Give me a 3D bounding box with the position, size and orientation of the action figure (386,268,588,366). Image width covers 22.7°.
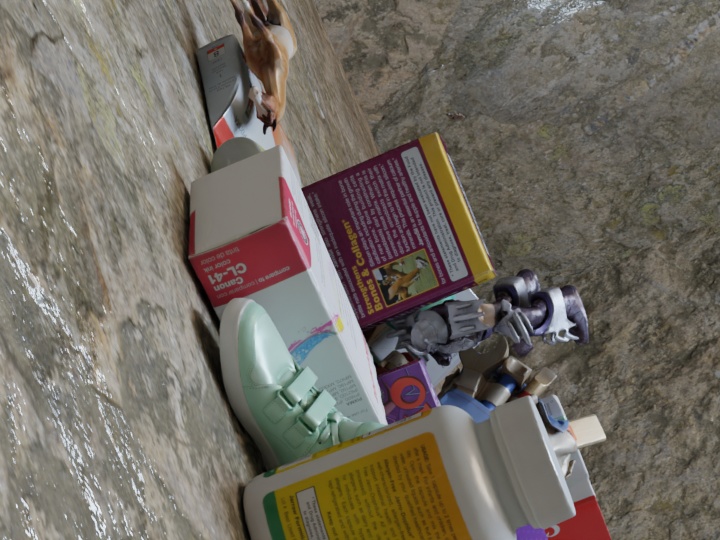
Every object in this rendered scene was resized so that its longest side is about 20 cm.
[{"bbox_3d":[0.109,0.047,1.538,0.199,0.130,0.070,-12,99,-45],"label":"action figure"}]

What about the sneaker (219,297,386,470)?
[{"bbox_3d":[-0.018,0.099,1.262,0.202,0.117,0.074,67,26,-15],"label":"sneaker"}]

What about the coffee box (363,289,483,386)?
[{"bbox_3d":[0.041,0.048,1.783,0.080,0.113,0.200,49,-8,-17],"label":"coffee box"}]

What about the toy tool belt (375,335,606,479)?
[{"bbox_3d":[0.117,0.122,1.627,0.200,0.123,0.125,41,-26,10],"label":"toy tool belt"}]

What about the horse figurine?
[{"bbox_3d":[-0.097,-0.229,1.714,0.200,0.050,0.133,-95,161,-64],"label":"horse figurine"}]

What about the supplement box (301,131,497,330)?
[{"bbox_3d":[0.002,-0.017,1.534,0.103,0.199,0.132,21,48,-83],"label":"supplement box"}]

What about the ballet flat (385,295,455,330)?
[{"bbox_3d":[0.000,0.000,1.644,0.071,0.199,0.067,-67,-169,-20],"label":"ballet flat"}]

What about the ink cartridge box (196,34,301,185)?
[{"bbox_3d":[-0.096,-0.107,1.711,0.201,0.050,0.163,-110,175,-48],"label":"ink cartridge box"}]

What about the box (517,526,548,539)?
[{"bbox_3d":[0.100,0.210,1.590,0.136,0.039,0.201,21,-35,43],"label":"box"}]

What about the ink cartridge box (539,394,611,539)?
[{"bbox_3d":[0.149,0.233,1.732,0.050,0.160,0.201,-100,168,-64],"label":"ink cartridge box"}]

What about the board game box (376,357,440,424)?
[{"bbox_3d":[0.033,0.187,1.483,0.032,0.119,0.201,-43,110,-84],"label":"board game box"}]

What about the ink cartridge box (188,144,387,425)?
[{"bbox_3d":[-0.057,0.027,1.385,0.148,0.085,0.201,-101,170,-65],"label":"ink cartridge box"}]

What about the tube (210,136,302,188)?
[{"bbox_3d":[-0.075,-0.070,1.631,0.200,0.051,0.059,37,47,-66],"label":"tube"}]

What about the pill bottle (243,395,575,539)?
[{"bbox_3d":[0.034,0.156,1.174,0.113,0.199,0.114,-21,90,-85],"label":"pill bottle"}]
